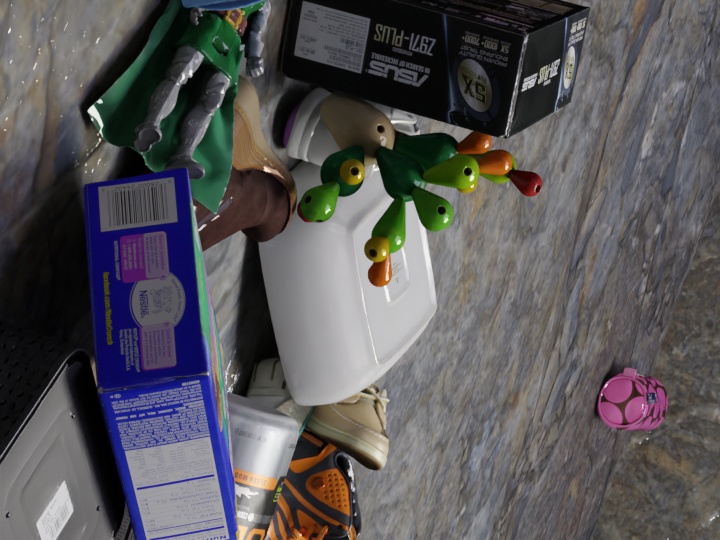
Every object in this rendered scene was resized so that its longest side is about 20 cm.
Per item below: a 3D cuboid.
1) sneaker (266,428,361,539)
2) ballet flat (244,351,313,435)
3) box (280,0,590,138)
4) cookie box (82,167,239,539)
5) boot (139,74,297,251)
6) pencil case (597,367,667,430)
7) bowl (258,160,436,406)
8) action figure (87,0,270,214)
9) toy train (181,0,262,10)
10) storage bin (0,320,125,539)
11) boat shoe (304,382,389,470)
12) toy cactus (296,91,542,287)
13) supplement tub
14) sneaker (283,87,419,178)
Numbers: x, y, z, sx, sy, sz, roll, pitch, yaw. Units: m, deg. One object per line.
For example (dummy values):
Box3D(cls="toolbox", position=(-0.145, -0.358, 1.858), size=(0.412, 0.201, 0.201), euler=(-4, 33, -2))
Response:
Box3D(cls="sneaker", position=(-0.065, 0.240, 1.888), size=(0.078, 0.111, 0.201), euler=(52, 58, -77))
Box3D(cls="ballet flat", position=(-0.064, 0.085, 1.866), size=(0.063, 0.067, 0.200), euler=(61, 39, -28))
Box3D(cls="box", position=(0.061, -0.184, 1.729), size=(0.164, 0.199, 0.087), euler=(-33, 136, -63))
Box3D(cls="cookie box", position=(-0.130, 0.064, 1.432), size=(0.201, 0.075, 0.172), euler=(85, -4, -52))
Box3D(cls="boot", position=(-0.125, -0.036, 1.575), size=(0.167, 0.072, 0.200), euler=(-52, 157, -20))
Box3D(cls="pencil case", position=(0.425, 0.201, 3.341), size=(0.200, 0.090, 0.095), euler=(17, 77, -74))
Box3D(cls="bowl", position=(0.000, 0.000, 1.833), size=(0.200, 0.074, 0.201), euler=(-41, 127, -55))
Box3D(cls="action figure", position=(-0.103, -0.154, 1.482), size=(0.118, 0.054, 0.201), euler=(41, 52, -32))
Box3D(cls="toy train", position=(-0.060, -0.248, 1.464), size=(0.200, 0.086, 0.115), euler=(-35, 118, -57))
Box3D(cls="storage bin", position=(-0.229, 0.137, 1.357), size=(0.201, 0.093, 0.136), euler=(84, 30, -50))
Box3D(cls="boat shoe", position=(-0.011, 0.121, 1.890), size=(0.065, 0.072, 0.200), euler=(-56, -165, -1))
Box3D(cls="toy cactus", position=(0.026, -0.077, 1.670), size=(0.199, 0.165, 0.103), euler=(-21, 138, -24))
Box3D(cls="supplement tub", position=(-0.131, 0.190, 1.644), size=(0.122, 0.122, 0.201), euler=(19, 89, -72))
Box3D(cls="sneaker", position=(0.013, -0.121, 1.806), size=(0.200, 0.099, 0.075), euler=(-41, 153, -56))
